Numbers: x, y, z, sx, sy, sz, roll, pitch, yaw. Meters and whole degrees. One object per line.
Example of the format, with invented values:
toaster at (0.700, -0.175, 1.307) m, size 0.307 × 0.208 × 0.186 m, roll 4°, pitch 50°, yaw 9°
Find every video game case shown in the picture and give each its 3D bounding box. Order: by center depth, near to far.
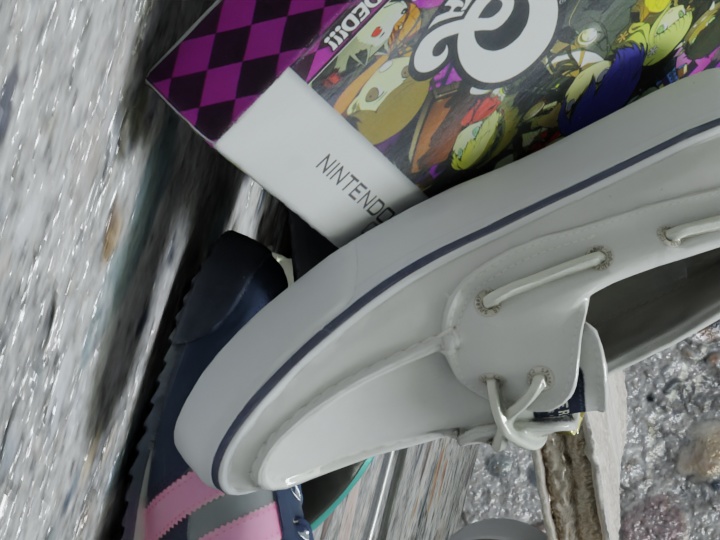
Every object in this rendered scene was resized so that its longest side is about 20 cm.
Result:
video game case at (0.054, -0.084, 0.779) m, size 0.200 × 0.036 × 0.181 m, roll -45°, pitch 152°, yaw 3°

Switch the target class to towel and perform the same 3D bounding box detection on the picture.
towel at (0.088, 0.021, 1.205) m, size 0.133 × 0.034 × 0.201 m, roll -75°, pitch 157°, yaw -56°

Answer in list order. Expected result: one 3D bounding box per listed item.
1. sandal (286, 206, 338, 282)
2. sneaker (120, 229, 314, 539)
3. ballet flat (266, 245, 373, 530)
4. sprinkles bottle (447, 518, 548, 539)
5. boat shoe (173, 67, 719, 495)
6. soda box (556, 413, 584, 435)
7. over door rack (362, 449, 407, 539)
sandal at (0.006, -0.056, 0.914) m, size 0.076 × 0.043 × 0.201 m, roll 83°, pitch 12°, yaw -49°
sneaker at (-0.032, 0.090, 0.854) m, size 0.070 × 0.081 × 0.201 m, roll 72°, pitch 28°, yaw -79°
ballet flat at (0.000, 0.000, 0.997) m, size 0.201 × 0.068 × 0.068 m, roll -56°, pitch 135°, yaw -10°
sprinkles bottle at (0.039, 0.165, 1.152) m, size 0.200 × 0.068 × 0.069 m, roll -46°, pitch 151°, yaw -68°
boat shoe at (0.046, 0.017, 0.792) m, size 0.199 × 0.066 × 0.072 m, roll -27°, pitch 152°, yaw -18°
soda box at (0.078, -0.041, 1.070) m, size 0.068 × 0.064 × 0.201 m, roll 41°, pitch 65°, yaw -39°
over door rack at (-0.009, 0.115, 1.173) m, size 0.148 × 0.066 × 0.201 m, roll 86°, pitch 30°, yaw -77°
